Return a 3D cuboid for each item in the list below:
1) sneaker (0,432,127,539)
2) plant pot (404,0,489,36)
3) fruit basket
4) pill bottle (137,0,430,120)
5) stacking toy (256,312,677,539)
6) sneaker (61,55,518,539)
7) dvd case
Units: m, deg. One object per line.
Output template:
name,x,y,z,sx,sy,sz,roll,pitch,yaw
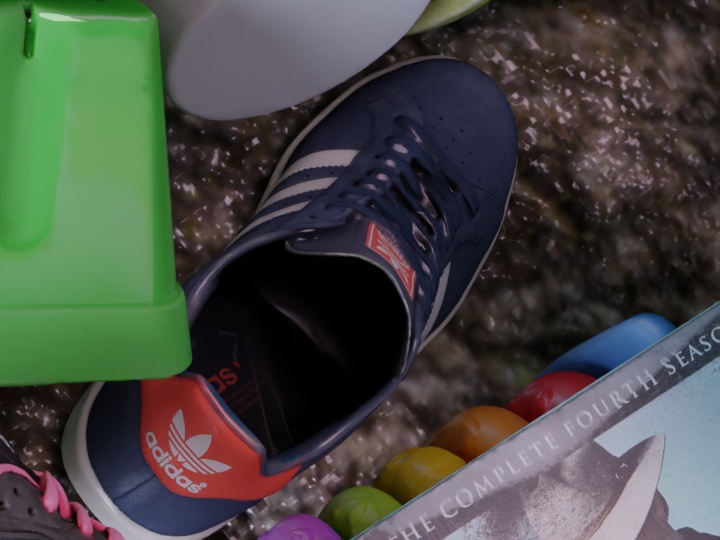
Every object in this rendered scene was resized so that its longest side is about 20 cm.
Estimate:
sneaker,-0.077,0.077,0.662,0.200,0.079,0.096,-2,96,-40
plant pot,0.067,-0.172,0.878,0.184,0.200,0.201,-3,73,-44
fruit basket,-0.151,0.014,0.712,0.215,0.155,0.216,-14,121,-25
pill bottle,-0.058,-0.146,0.796,0.112,0.113,0.200,-12,63,-34
stacking toy,0.010,0.097,0.788,0.199,0.110,0.116,-16,80,-23
sneaker,0.000,0.000,0.818,0.075,0.084,0.200,44,55,-9
dvd case,0.102,0.122,0.742,0.146,0.022,0.200,-30,83,-20
